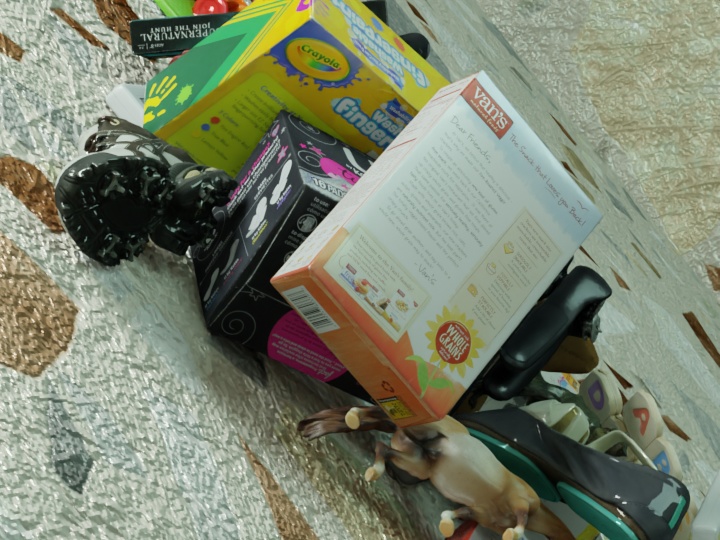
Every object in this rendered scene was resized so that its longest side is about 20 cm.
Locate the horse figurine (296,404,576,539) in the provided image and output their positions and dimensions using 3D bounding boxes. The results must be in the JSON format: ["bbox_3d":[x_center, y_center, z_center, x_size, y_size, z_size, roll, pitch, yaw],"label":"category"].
[{"bbox_3d":[0.059,0.136,1.366,0.200,0.050,0.132,33,15,20],"label":"horse figurine"}]

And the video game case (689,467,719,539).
[{"bbox_3d":[0.259,0.254,1.526,0.200,0.023,0.183,-24,118,-72],"label":"video game case"}]

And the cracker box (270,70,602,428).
[{"bbox_3d":[0.053,-0.015,1.343,0.134,0.200,0.058,49,-29,-14],"label":"cracker box"}]

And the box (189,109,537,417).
[{"bbox_3d":[0.000,0.000,1.439,0.200,0.132,0.115,26,22,-26],"label":"box"}]

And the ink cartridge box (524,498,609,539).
[{"bbox_3d":[0.168,0.201,1.542,0.116,0.067,0.201,23,44,-62],"label":"ink cartridge box"}]

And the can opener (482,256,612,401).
[{"bbox_3d":[0.132,0.046,1.522,0.078,0.064,0.200,23,32,11],"label":"can opener"}]

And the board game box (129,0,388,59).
[{"bbox_3d":[-0.078,-0.191,1.640,0.135,0.199,0.028,-93,179,-86],"label":"board game box"}]

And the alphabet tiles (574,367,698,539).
[{"bbox_3d":[0.208,0.183,1.625,0.196,0.015,0.201,120,-45,-60],"label":"alphabet tiles"}]

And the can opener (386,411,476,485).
[{"bbox_3d":[0.080,0.139,1.555,0.067,0.053,0.200,53,15,17],"label":"can opener"}]

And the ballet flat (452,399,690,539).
[{"bbox_3d":[0.146,0.131,1.401,0.200,0.073,0.073,27,-6,46],"label":"ballet flat"}]

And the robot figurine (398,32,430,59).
[{"bbox_3d":[0.001,-0.119,1.731,0.200,0.124,0.151,-23,107,-72],"label":"robot figurine"}]

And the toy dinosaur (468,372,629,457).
[{"bbox_3d":[0.128,0.100,1.514,0.200,0.088,0.048,-126,-147,-61],"label":"toy dinosaur"}]

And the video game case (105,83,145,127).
[{"bbox_3d":[-0.099,-0.062,1.603,0.200,0.023,0.182,50,15,8],"label":"video game case"}]

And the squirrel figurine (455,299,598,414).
[{"bbox_3d":[0.072,0.006,1.676,0.200,0.141,0.187,59,0,-30],"label":"squirrel figurine"}]

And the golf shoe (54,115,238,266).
[{"bbox_3d":[-0.161,-0.056,1.330,0.094,0.078,0.200,35,8,16],"label":"golf shoe"}]

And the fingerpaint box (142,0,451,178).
[{"bbox_3d":[-0.029,-0.103,1.483,0.200,0.167,0.074,38,33,-33],"label":"fingerpaint box"}]

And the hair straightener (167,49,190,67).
[{"bbox_3d":[-0.086,-0.075,1.583,0.200,0.041,0.077,50,34,-19],"label":"hair straightener"}]

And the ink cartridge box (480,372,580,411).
[{"bbox_3d":[0.165,0.133,1.797,0.200,0.068,0.115,54,15,15],"label":"ink cartridge box"}]

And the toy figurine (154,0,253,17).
[{"bbox_3d":[-0.083,-0.281,1.885,0.200,0.184,0.150,54,15,18],"label":"toy figurine"}]

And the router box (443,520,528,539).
[{"bbox_3d":[0.122,0.263,1.372,0.200,0.049,0.179,50,14,2],"label":"router box"}]
